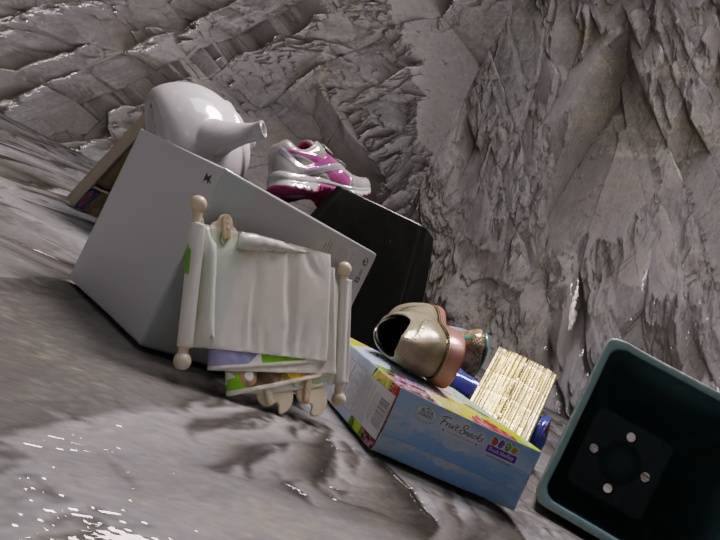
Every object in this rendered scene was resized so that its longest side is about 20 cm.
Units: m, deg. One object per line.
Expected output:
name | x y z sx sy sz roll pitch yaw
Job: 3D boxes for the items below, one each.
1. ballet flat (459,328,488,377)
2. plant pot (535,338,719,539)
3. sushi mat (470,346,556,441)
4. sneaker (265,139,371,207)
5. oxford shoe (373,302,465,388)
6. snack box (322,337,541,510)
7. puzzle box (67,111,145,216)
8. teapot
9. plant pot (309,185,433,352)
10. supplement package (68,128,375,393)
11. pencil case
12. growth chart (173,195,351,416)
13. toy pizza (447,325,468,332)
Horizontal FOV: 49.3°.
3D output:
ballet flat | 0.155 0.158 1.246 0.064 0.071 0.202 4 -43 0
plant pot | 0.319 0.224 0.914 0.193 0.199 0.200 28 -9 12
sushi mat | 0.204 0.181 1.082 0.094 0.012 0.200 25 38 15
sneaker | -0.057 -0.144 1.141 0.080 0.090 0.198 -14 -12 38
oxford shoe | 0.049 0.061 0.822 0.073 0.072 0.200 24 0 -13
snack box | 0.057 0.144 0.787 0.167 0.069 0.200 28 -1 -22
puzzle box | -0.353 -0.159 1.249 0.026 0.200 0.133 52 13 27
teapot | -0.224 -0.179 1.134 0.143 0.200 0.202 -12 51 -24
plant pot | 0.000 0.000 1.075 0.197 0.180 0.199 25 0 11
supplement package | -0.122 -0.004 0.717 0.150 0.154 0.199 27 0 43
pencil case | 0.179 0.201 1.137 0.198 0.079 0.087 28 -11 24
growth chart | -0.069 0.039 0.634 0.017 0.148 0.198 -1 -14 40
toy pizza | 0.092 0.132 1.280 0.195 0.032 0.201 -4 -21 -1
